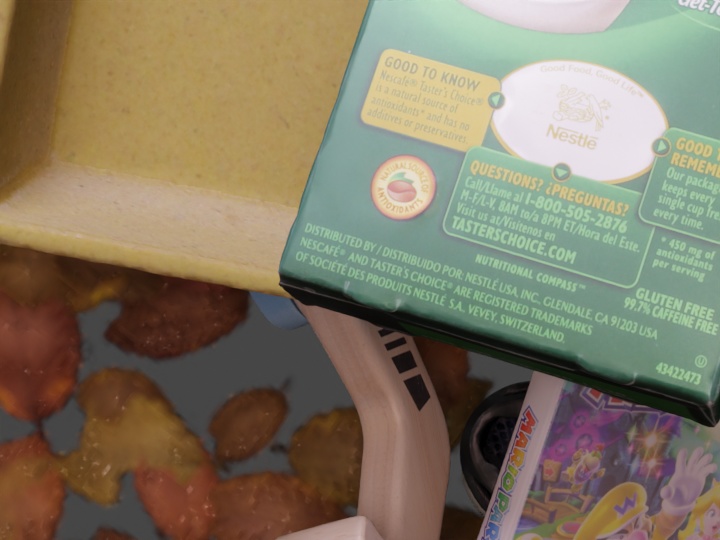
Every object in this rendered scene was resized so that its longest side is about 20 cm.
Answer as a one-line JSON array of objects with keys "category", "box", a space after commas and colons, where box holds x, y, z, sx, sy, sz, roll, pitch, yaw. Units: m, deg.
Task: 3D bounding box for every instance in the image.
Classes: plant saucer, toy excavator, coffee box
[{"category": "plant saucer", "box": [-0.005, -0.090, 0.726, 0.199, 0.048, 0.201, 11, 86, -18]}, {"category": "toy excavator", "box": [0.000, 0.000, 0.815, 0.100, 0.195, 0.201, -19, 108, 31]}, {"category": "coffee box", "box": [0.068, -0.071, 0.675, 0.122, 0.044, 0.201, 16, 82, 15]}]

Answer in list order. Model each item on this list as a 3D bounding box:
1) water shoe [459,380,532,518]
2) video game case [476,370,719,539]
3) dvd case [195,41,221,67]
[{"category": "water shoe", "box": [0.125, 0.092, 0.831, 0.199, 0.079, 0.072, 17, 88, 6]}, {"category": "video game case", "box": [0.096, 0.077, 0.754, 0.143, 0.018, 0.201, 8, 106, -34]}, {"category": "dvd case", "box": [-0.121, -0.091, 0.825, 0.142, 0.018, 0.200, -25, 40, 7]}]
